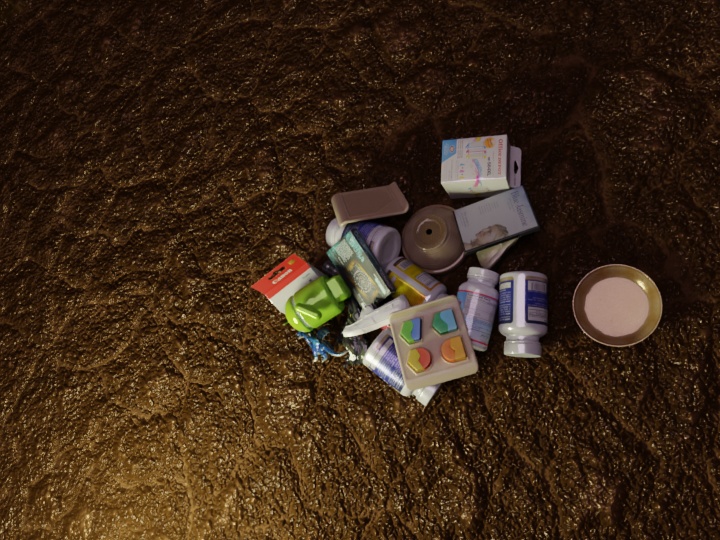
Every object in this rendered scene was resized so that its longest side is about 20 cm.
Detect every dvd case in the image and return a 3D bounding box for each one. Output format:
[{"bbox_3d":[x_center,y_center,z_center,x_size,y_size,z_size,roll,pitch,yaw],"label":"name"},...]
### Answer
[{"bbox_3d":[0.351,-0.132,1.496,0.199,0.018,0.144,-20,55,14],"label":"dvd case"}]

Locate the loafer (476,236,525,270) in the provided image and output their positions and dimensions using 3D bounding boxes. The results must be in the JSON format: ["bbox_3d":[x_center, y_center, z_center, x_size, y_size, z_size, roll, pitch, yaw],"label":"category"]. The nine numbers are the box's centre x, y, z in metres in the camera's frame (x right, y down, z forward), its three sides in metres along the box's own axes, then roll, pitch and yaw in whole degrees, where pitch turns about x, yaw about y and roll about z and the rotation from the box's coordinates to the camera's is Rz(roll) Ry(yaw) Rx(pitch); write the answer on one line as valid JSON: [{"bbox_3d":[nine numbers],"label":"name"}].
[{"bbox_3d":[0.381,-0.086,1.514,0.068,0.076,0.200,44,96,19],"label":"loafer"}]

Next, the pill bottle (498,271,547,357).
[{"bbox_3d":[0.405,0.111,1.431,0.119,0.120,0.202,0,77,22],"label":"pill bottle"}]

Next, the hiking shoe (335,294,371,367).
[{"bbox_3d":[-0.030,0.169,1.616,0.100,0.076,0.202,-15,73,14],"label":"hiking shoe"}]

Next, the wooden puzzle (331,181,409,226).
[{"bbox_3d":[0.024,-0.185,1.630,0.198,0.037,0.185,-14,32,-4],"label":"wooden puzzle"}]

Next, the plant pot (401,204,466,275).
[{"bbox_3d":[0.199,-0.094,1.581,0.199,0.093,0.203,-6,75,22],"label":"plant pot"}]

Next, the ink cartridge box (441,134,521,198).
[{"bbox_3d":[0.330,-0.280,1.555,0.198,0.125,0.130,-1,76,22],"label":"ink cartridge box"}]

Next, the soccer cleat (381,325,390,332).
[{"bbox_3d":[0.113,0.144,1.581,0.199,0.067,0.077,22,55,31],"label":"soccer cleat"}]

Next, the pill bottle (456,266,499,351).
[{"bbox_3d":[0.296,0.099,1.484,0.108,0.109,0.202,12,81,24],"label":"pill bottle"}]

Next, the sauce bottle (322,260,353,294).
[{"bbox_3d":[-0.023,0.030,1.654,0.199,0.065,0.065,31,90,25],"label":"sauce bottle"}]

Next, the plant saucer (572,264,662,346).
[{"bbox_3d":[0.621,0.086,1.396,0.199,0.035,0.202,-6,74,21],"label":"plant saucer"}]

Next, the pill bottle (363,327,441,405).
[{"bbox_3d":[0.117,0.254,1.498,0.199,0.120,0.120,37,92,16],"label":"pill bottle"}]

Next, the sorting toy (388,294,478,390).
[{"bbox_3d":[0.177,0.175,1.418,0.184,0.036,0.202,-17,69,7],"label":"sorting toy"}]

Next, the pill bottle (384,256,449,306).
[{"bbox_3d":[0.156,0.056,1.550,0.200,0.109,0.110,37,92,25],"label":"pill bottle"}]

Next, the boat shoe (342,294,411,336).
[{"bbox_3d":[0.038,0.119,1.523,0.199,0.072,0.069,-23,86,21],"label":"boat shoe"}]

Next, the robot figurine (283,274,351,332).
[{"bbox_3d":[-0.125,0.093,1.600,0.199,0.175,0.116,-33,88,11],"label":"robot figurine"}]

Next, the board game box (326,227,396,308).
[{"bbox_3d":[0.000,0.000,1.555,0.201,0.028,0.135,57,138,4],"label":"board game box"}]

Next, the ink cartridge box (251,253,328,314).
[{"bbox_3d":[-0.189,0.049,1.641,0.161,0.200,0.050,-37,59,10],"label":"ink cartridge box"}]

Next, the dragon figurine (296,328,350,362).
[{"bbox_3d":[-0.113,0.201,1.613,0.199,0.059,0.100,-10,103,58],"label":"dragon figurine"}]

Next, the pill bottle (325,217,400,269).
[{"bbox_3d":[0.004,-0.084,1.627,0.199,0.120,0.121,20,85,35],"label":"pill bottle"}]
